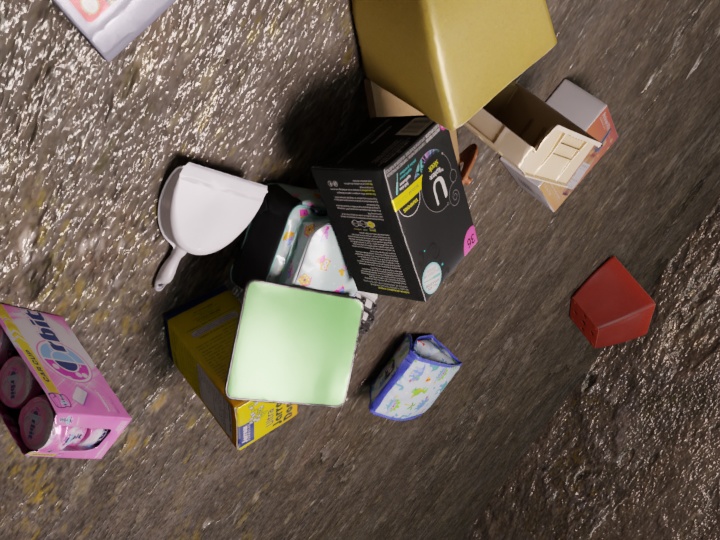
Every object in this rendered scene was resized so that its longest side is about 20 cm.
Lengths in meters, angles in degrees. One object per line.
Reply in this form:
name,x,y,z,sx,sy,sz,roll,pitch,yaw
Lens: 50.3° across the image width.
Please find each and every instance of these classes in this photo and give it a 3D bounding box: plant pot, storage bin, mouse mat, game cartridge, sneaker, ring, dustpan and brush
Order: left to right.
game cartridge,-0.243,-0.302,0.704,0.133,0.041,0.200,-48,150,-7
dustpan and brush,-0.225,-0.048,1.021,0.139,0.057,0.202,13,110,-44
mouse mat,-0.086,0.104,1.054,0.198,0.007,0.163,12,90,-37
sneaker,0.000,0.000,1.242,0.066,0.090,0.202,33,73,-48
plant pot,0.101,-0.340,0.959,0.195,0.194,0.201,-41,141,-10
ring,0.143,-0.126,1.302,0.201,0.019,0.201,-55,-171,12
storage bin,0.258,-0.240,1.257,0.197,0.200,0.094,3,127,-53
plant pot,0.748,0.116,2.334,0.175,0.201,0.201,-28,147,-6

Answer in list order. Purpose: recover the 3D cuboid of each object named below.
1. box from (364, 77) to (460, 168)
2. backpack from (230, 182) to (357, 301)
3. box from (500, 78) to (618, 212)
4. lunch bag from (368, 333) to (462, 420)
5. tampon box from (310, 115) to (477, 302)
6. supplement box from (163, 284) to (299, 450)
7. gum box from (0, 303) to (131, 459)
box,0.083,-0.212,1.159,0.163,0.021,0.202,-29,123,-32
backpack,-0.068,-0.029,1.133,0.199,0.152,0.178,-5,120,-53
box,0.395,-0.244,1.520,0.201,0.106,0.152,-50,150,6
lunch bag,0.110,0.239,1.704,0.171,0.127,0.199,-56,159,16
tampon box,0.053,-0.086,1.039,0.150,0.125,0.202,-45,127,-35
supplement box,-0.189,0.138,1.126,0.109,0.200,0.110,-27,146,-28
gum box,-0.365,0.131,0.890,0.066,0.200,0.113,-50,151,7
